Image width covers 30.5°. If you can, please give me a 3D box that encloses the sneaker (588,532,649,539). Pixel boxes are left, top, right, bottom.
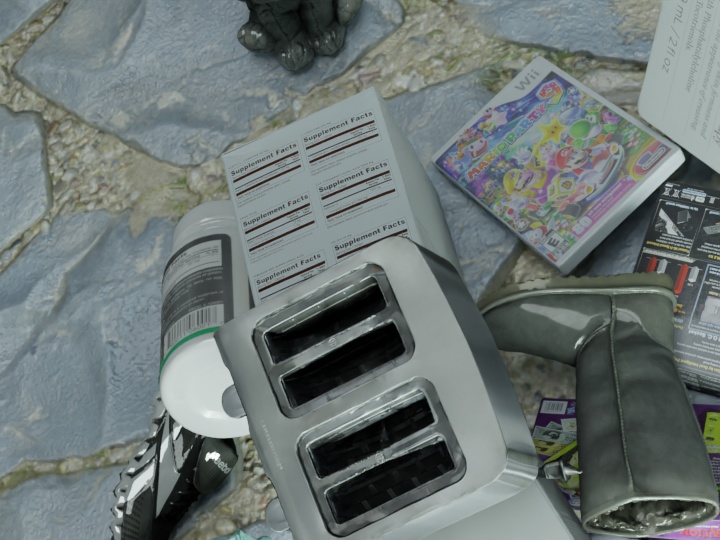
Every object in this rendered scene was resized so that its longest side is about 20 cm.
[{"bbox_3d":[0.246,0.252,0.968,0.198,0.074,0.089,10,80,36],"label":"sneaker"}]

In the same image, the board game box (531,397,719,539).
[{"bbox_3d":[0.222,0.150,1.006,0.197,0.033,0.120,0,34,24],"label":"board game box"}]

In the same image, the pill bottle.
[{"bbox_3d":[-0.117,0.036,1.144,0.112,0.114,0.201,-20,38,10],"label":"pill bottle"}]

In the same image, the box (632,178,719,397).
[{"bbox_3d":[0.315,0.025,1.051,0.197,0.050,0.160,14,72,26],"label":"box"}]

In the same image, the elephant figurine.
[{"bbox_3d":[-0.082,-0.299,1.264,0.154,0.200,0.142,31,80,30],"label":"elephant figurine"}]

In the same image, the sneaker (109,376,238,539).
[{"bbox_3d":[-0.154,0.173,1.149,0.089,0.067,0.203,6,66,25],"label":"sneaker"}]

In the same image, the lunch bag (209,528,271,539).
[{"bbox_3d":[-0.127,0.329,1.038,0.168,0.122,0.203,-20,72,7],"label":"lunch bag"}]

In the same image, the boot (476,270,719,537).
[{"bbox_3d":[0.170,0.102,0.993,0.179,0.073,0.203,-10,58,20],"label":"boot"}]

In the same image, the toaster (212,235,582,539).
[{"bbox_3d":[0.017,0.092,0.891,0.198,0.119,0.183,-26,74,11],"label":"toaster"}]

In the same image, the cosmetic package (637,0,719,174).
[{"bbox_3d":[0.353,-0.166,1.028,0.165,0.169,0.200,-29,54,-26],"label":"cosmetic package"}]

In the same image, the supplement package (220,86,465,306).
[{"bbox_3d":[0.000,0.000,1.098,0.145,0.191,0.202,-21,60,10],"label":"supplement package"}]

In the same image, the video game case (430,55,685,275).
[{"bbox_3d":[0.167,-0.097,1.155,0.143,0.018,0.200,-43,45,-2],"label":"video game case"}]

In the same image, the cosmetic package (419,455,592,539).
[{"bbox_3d":[0.105,0.197,0.946,0.106,0.090,0.201,-34,59,10],"label":"cosmetic package"}]
